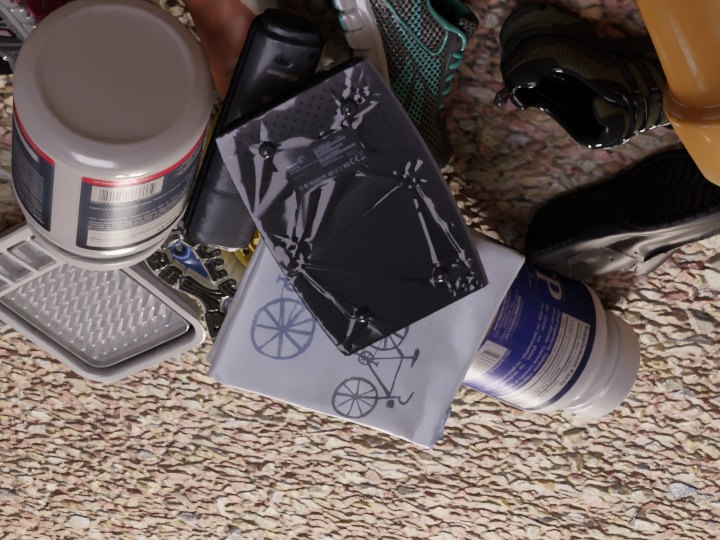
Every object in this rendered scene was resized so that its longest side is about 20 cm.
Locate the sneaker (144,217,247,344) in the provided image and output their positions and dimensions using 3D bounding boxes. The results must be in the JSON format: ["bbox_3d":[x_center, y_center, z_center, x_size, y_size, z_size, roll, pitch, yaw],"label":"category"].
[{"bbox_3d":[-0.112,0.001,1.540,0.078,0.089,0.200,-25,125,14],"label":"sneaker"}]

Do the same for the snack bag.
[{"bbox_3d":[0.006,0.029,1.371,0.199,0.021,0.190,19,111,-14],"label":"snack bag"}]

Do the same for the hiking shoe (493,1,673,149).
[{"bbox_3d":[0.190,-0.117,1.291,0.198,0.101,0.076,14,143,-1],"label":"hiking shoe"}]

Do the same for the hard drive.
[{"bbox_3d":[-0.005,-0.048,1.298,0.134,0.042,0.201,-27,116,7],"label":"hard drive"}]

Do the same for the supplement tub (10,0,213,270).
[{"bbox_3d":[-0.185,-0.095,1.331,0.139,0.141,0.200,16,155,-4],"label":"supplement tub"}]

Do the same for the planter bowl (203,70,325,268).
[{"bbox_3d":[-0.045,-0.047,1.403,0.199,0.084,0.202,10,121,16],"label":"planter bowl"}]

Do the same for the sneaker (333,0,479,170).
[{"bbox_3d":[0.045,-0.155,1.303,0.090,0.078,0.201,-12,129,12],"label":"sneaker"}]

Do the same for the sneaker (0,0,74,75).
[{"bbox_3d":[-0.285,-0.210,1.333,0.087,0.074,0.200,-16,139,23],"label":"sneaker"}]

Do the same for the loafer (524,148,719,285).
[{"bbox_3d":[0.223,-0.038,1.415,0.199,0.073,0.071,-14,140,44],"label":"loafer"}]

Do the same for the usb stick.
[{"bbox_3d":[-0.079,-0.097,1.313,0.055,0.033,0.201,17,125,-9],"label":"usb stick"}]

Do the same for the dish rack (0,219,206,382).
[{"bbox_3d":[-0.249,0.017,1.634,0.171,0.044,0.200,-24,129,36],"label":"dish rack"}]

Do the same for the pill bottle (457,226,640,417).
[{"bbox_3d":[0.131,0.050,1.493,0.199,0.121,0.119,24,143,-35],"label":"pill bottle"}]

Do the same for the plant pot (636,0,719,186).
[{"bbox_3d":[0.251,-0.185,1.135,0.199,0.201,0.184,-23,114,37],"label":"plant pot"}]

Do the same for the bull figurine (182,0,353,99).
[{"bbox_3d":[-0.082,-0.197,1.299,0.120,0.065,0.201,-2,139,16],"label":"bull figurine"}]
